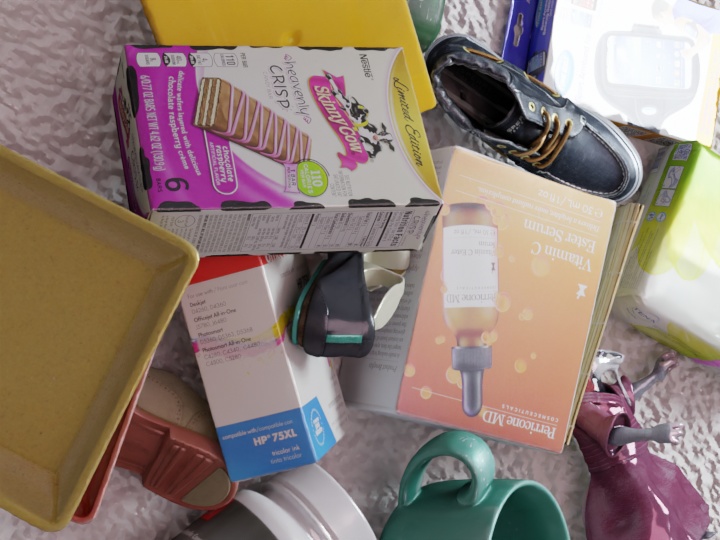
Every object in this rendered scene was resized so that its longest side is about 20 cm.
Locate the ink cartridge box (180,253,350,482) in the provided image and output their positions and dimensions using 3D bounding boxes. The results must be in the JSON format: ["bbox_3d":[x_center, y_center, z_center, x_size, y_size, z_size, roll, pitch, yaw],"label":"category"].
[{"bbox_3d":[-0.073,0.035,1.168,0.067,0.116,0.201,-14,94,13],"label":"ink cartridge box"}]

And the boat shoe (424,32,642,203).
[{"bbox_3d":[0.132,-0.106,1.269,0.200,0.091,0.071,32,106,-8],"label":"boat shoe"}]

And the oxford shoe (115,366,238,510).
[{"bbox_3d":[-0.171,0.094,1.169,0.200,0.074,0.071,35,120,-11],"label":"oxford shoe"}]

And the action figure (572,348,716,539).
[{"bbox_3d":[0.205,0.147,1.346,0.149,0.134,0.201,-27,90,19],"label":"action figure"}]

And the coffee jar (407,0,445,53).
[{"bbox_3d":[-0.037,-0.224,1.212,0.199,0.085,0.105,9,87,-26],"label":"coffee jar"}]

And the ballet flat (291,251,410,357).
[{"bbox_3d":[0.000,0.000,1.185,0.073,0.200,0.073,4,121,7],"label":"ballet flat"}]

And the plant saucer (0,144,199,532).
[{"bbox_3d":[-0.226,0.033,1.051,0.199,0.048,0.201,27,89,6],"label":"plant saucer"}]

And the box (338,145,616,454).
[{"bbox_3d":[0.087,0.024,1.263,0.152,0.106,0.201,15,83,-26],"label":"box"}]

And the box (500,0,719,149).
[{"bbox_3d":[0.210,-0.177,1.360,0.199,0.041,0.120,12,85,-28],"label":"box"}]

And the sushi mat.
[{"bbox_3d":[0.173,0.040,1.311,0.012,0.096,0.201,21,81,-13],"label":"sushi mat"}]

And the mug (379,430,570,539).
[{"bbox_3d":[0.078,0.218,1.241,0.152,0.114,0.186,16,72,-56],"label":"mug"}]

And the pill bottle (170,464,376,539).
[{"bbox_3d":[-0.092,0.229,1.171,0.200,0.114,0.114,-37,106,-22],"label":"pill bottle"}]

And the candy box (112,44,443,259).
[{"bbox_3d":[-0.057,-0.082,1.109,0.199,0.061,0.137,-2,58,-19],"label":"candy box"}]

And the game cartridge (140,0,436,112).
[{"bbox_3d":[-0.052,-0.169,1.163,0.176,0.032,0.201,-23,126,-5],"label":"game cartridge"}]

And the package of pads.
[{"bbox_3d":[0.307,0.005,1.393,0.200,0.068,0.155,30,76,-23],"label":"package of pads"}]

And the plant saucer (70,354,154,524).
[{"bbox_3d":[-0.233,0.044,1.103,0.199,0.037,0.201,18,82,7],"label":"plant saucer"}]
